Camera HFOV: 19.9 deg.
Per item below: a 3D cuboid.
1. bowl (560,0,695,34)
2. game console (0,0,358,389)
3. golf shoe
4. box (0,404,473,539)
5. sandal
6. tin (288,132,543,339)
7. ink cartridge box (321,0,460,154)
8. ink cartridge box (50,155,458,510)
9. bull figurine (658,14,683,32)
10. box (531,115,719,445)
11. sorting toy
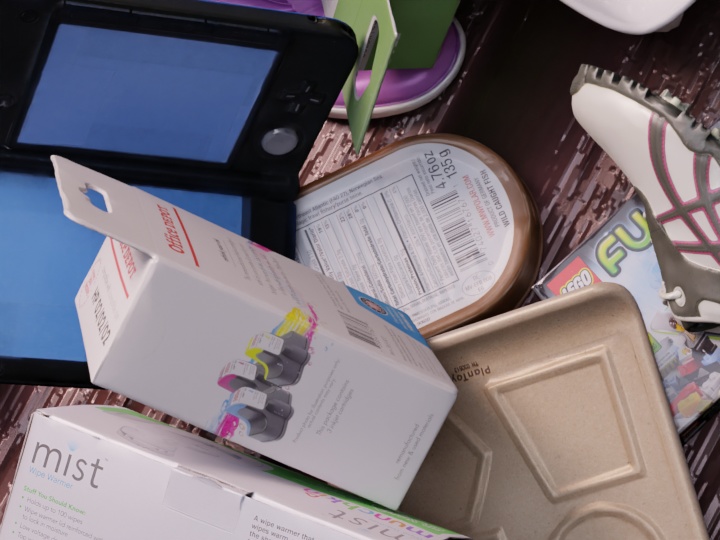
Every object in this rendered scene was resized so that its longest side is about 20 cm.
[{"bbox_3d":[0.121,-0.239,0.995,0.200,0.075,0.200,37,100,-4],"label":"bowl"},{"bbox_3d":[-0.108,-0.037,1.007,0.199,0.171,0.119,4,51,-24],"label":"game console"},{"bbox_3d":[0.166,-0.021,1.007,0.200,0.077,0.088,44,97,18],"label":"golf shoe"},{"bbox_3d":[-0.074,0.175,0.953,0.199,0.097,0.177,17,93,22],"label":"box"},{"bbox_3d":[-0.043,-0.136,1.127,0.202,0.050,0.083,16,83,15],"label":"sandal"},{"bbox_3d":[0.000,0.000,1.097,0.199,0.042,0.112,-26,70,7],"label":"tin"},{"bbox_3d":[0.016,-0.172,1.065,0.059,0.104,0.201,-3,60,-16],"label":"ink cartridge box"},{"bbox_3d":[-0.065,0.027,0.959,0.199,0.115,0.068,25,101,-18],"label":"ink cartridge box"},{"bbox_3d":[0.162,-0.222,1.082,0.121,0.065,0.200,40,80,-15],"label":"bull figurine"},{"bbox_3d":[0.198,-0.016,1.054,0.200,0.035,0.110,-43,72,1],"label":"box"},{"bbox_3d":[0.080,0.126,1.036,0.184,0.036,0.201,-19,84,19],"label":"sorting toy"}]
